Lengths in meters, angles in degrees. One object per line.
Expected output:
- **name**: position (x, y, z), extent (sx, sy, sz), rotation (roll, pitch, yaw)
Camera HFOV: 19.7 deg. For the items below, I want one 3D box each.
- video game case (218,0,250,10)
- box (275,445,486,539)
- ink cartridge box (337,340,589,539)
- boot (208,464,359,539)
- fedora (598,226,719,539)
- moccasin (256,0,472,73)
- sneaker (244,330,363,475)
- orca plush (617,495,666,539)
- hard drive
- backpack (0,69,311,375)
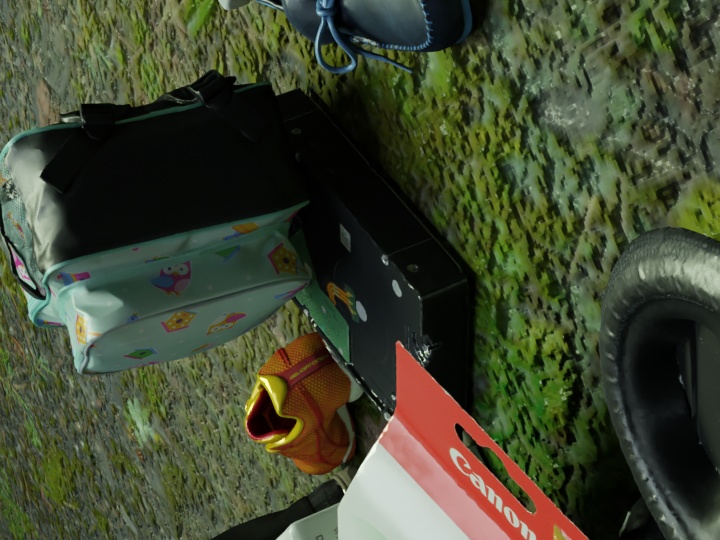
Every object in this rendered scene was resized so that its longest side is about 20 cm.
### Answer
- **video game case**: position (-0.112, -0.289, 1.259), extent (0.200, 0.023, 0.182), rotation (58, 158, 27)
- **box**: position (0.029, 0.239, 1.274), extent (0.201, 0.130, 0.199), rotation (65, 159, 10)
- **ink cartridge box**: position (0.052, 0.153, 1.067), extent (0.161, 0.050, 0.200), rotation (45, 158, 28)
- **boot**: position (-0.066, 0.219, 1.462), extent (0.073, 0.150, 0.200), rotation (60, 158, 20)
- **fedora**: position (0.178, 0.059, 0.782), extent (0.201, 0.091, 0.201), rotation (51, 154, 38)
- **moccasin**: position (-0.011, -0.142, 1.084), extent (0.200, 0.068, 0.081), rotation (23, 131, 62)
- **sneaker**: position (-0.045, 0.092, 1.383), extent (0.073, 0.077, 0.200), rotation (59, 168, 21)
- **orca plush**: position (0.137, 0.193, 1.044), extent (0.105, 0.071, 0.201), rotation (55, 156, 31)
- **hard drive**: position (0.000, 0.000, 1.243), extent (0.200, 0.038, 0.140), rotation (49, 152, 40)
- **backpack**: position (-0.125, -0.022, 1.236), extent (0.200, 0.175, 0.154), rotation (161, 91, -74)
